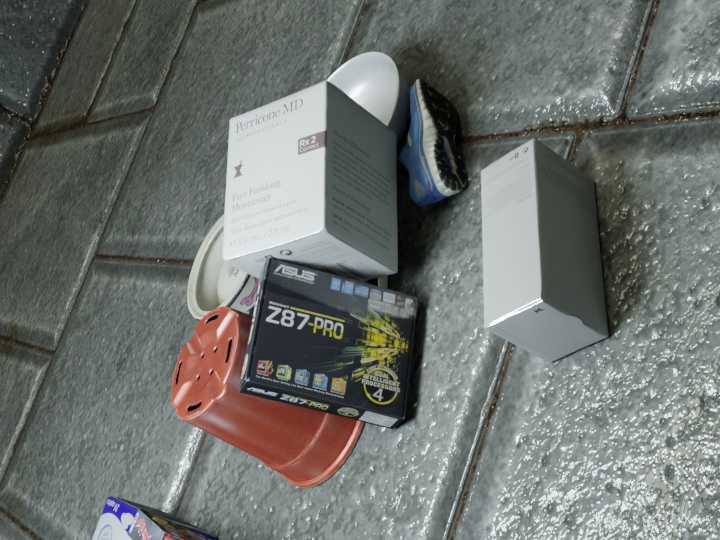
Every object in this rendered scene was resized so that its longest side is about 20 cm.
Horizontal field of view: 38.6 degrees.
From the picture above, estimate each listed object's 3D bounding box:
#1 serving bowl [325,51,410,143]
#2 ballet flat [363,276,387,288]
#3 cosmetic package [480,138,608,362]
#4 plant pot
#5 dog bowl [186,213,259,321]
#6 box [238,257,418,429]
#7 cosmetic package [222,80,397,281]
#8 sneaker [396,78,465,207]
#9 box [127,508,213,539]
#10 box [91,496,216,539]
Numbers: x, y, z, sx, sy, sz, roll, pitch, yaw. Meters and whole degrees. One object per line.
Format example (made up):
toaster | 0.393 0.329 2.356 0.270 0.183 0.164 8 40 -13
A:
serving bowl | 0.002 -0.209 1.474 0.199 0.065 0.203 -27 49 36
ballet flat | 0.000 0.000 1.379 0.071 0.069 0.202 -29 47 12
cosmetic package | 0.190 -0.022 1.076 0.084 0.107 0.202 -29 44 41
plant pot | -0.123 0.151 1.315 0.200 0.194 0.203 -34 42 38
dog bowl | -0.192 -0.001 1.635 0.199 0.073 0.202 -34 42 37
box | -0.035 0.088 1.234 0.049 0.197 0.163 125 157 -58
cosmetic package | -0.060 -0.097 1.305 0.163 0.164 0.203 -15 64 31
sneaker | 0.080 -0.170 1.365 0.089 0.078 0.202 -33 43 35
box | -0.214 0.358 1.306 0.038 0.135 0.200 -65 17 -13
box | -0.319 0.446 1.468 0.183 0.104 0.203 -1 67 55
